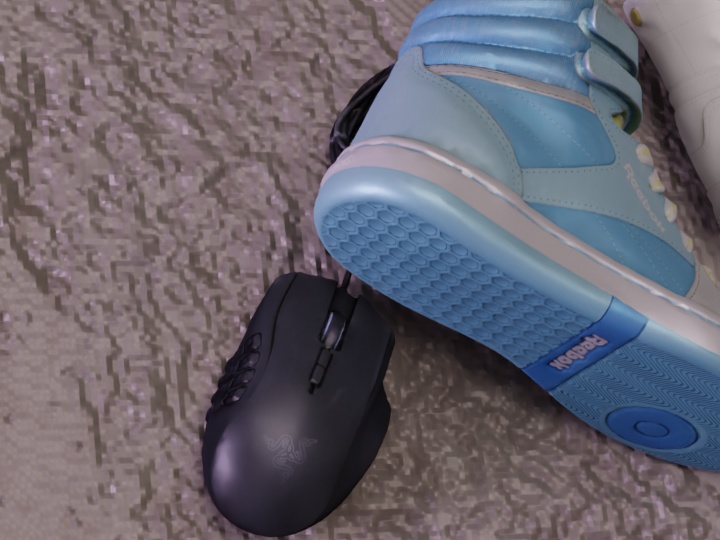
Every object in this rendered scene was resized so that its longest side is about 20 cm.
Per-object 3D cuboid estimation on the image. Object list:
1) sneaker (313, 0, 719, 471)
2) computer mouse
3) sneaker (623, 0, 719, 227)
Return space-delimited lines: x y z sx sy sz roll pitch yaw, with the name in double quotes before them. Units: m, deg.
"sneaker" 0.089 -0.024 0.826 0.200 0.080 0.131 33 57 -21
"computer mouse" 0.000 0.000 0.818 0.059 0.034 0.200 25 63 -7
"sneaker" 0.194 -0.102 0.904 0.200 0.074 0.116 -22 81 -24
